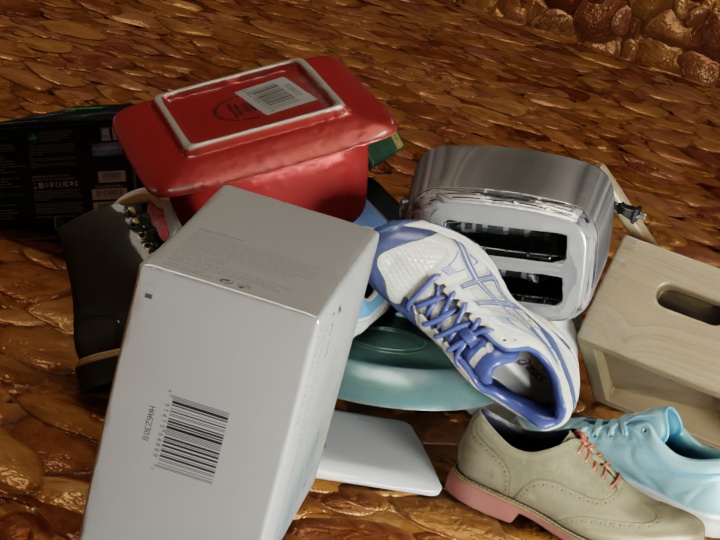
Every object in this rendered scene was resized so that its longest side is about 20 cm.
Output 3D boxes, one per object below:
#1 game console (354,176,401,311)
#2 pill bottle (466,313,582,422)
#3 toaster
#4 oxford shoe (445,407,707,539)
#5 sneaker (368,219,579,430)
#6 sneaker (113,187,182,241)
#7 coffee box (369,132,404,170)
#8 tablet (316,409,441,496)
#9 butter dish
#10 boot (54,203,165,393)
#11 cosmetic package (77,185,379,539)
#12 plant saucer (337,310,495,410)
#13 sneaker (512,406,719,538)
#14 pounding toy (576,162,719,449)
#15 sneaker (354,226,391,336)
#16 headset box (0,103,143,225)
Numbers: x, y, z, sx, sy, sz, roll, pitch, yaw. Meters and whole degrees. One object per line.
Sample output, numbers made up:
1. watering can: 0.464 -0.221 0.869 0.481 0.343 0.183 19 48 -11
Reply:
1. game console: 0.033 -0.005 1.917 0.177 0.031 0.200 49 22 3
2. pill bottle: 0.132 0.046 1.829 0.113 0.114 0.200 15 26 1
3. toaster: 0.122 -0.027 1.691 0.199 0.114 0.129 8 22 9
4. oxford shoe: 0.164 0.159 1.574 0.199 0.075 0.070 16 17 7
5. sneaker: 0.085 0.038 1.561 0.200 0.075 0.088 36 19 -11
6. sneaker: -0.119 -0.026 1.766 0.199 0.076 0.105 15 13 26
7. coffee box: -0.063 -0.079 1.990 0.044 0.199 0.123 61 21 -3
8. tablet: -0.045 0.126 1.614 0.199 0.014 0.130 10 18 -15
9. butter dish: -0.076 -0.067 1.679 0.199 0.148 0.200 -17 26 -11
10. boot: -0.132 0.000 1.575 0.199 0.139 0.077 -16 -10 12
11. cosmetic package: -0.082 0.074 1.407 0.122 0.200 0.200 17 20 5
12. plant saucer: 0.018 0.063 1.652 0.199 0.028 0.200 8 13 -2
13. sneaker: 0.216 0.136 1.684 0.199 0.082 0.074 21 17 20
14. pounding toy: 0.267 0.037 1.805 0.199 0.143 0.184 21 -17 20
15. sneaker: 0.000 0.000 1.664 0.072 0.073 0.200 34 20 0
16. headset box: -0.231 -0.101 1.962 0.173 0.093 0.200 -1 9 25
